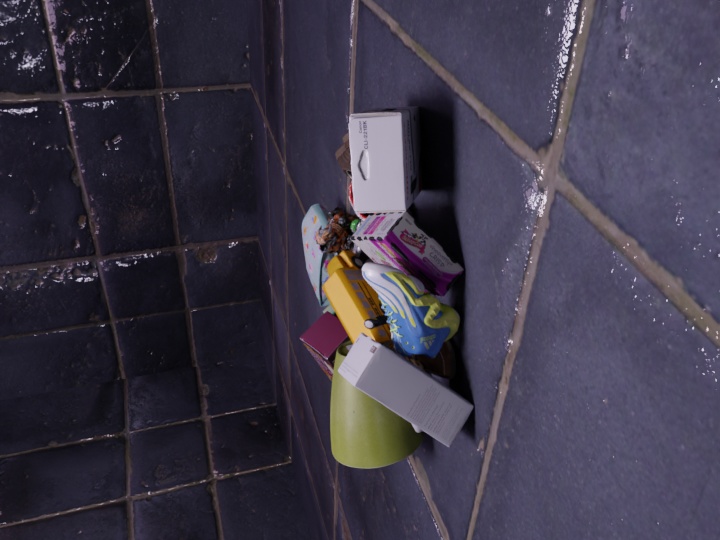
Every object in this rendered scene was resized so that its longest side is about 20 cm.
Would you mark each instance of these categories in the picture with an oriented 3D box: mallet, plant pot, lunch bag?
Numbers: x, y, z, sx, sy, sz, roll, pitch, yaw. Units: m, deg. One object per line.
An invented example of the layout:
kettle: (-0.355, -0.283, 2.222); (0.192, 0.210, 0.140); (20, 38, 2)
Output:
mallet: (0.051, 0.074, 1.146); (0.065, 0.199, 0.042); (16, 100, 33)
plant pot: (0.015, 0.239, 1.314); (0.187, 0.184, 0.204); (-143, 40, -69)
lunch bag: (-0.077, -0.046, 1.696); (0.171, 0.120, 0.203); (-116, 18, -51)

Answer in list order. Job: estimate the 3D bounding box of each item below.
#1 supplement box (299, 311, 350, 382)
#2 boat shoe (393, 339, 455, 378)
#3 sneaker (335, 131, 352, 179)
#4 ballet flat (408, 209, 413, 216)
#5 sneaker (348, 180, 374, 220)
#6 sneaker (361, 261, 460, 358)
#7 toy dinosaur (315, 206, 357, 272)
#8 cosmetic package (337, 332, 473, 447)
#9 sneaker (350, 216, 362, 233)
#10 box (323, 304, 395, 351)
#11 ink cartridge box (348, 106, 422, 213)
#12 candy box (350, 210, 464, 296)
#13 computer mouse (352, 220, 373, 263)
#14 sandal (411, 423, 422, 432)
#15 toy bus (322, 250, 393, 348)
supplement box: (-0.027, 0.195, 1.435); (0.110, 0.086, 0.201); (28, 155, 49)
boat shoe: (0.104, 0.142, 1.196); (0.200, 0.072, 0.077); (-150, 54, -72)
sneaker: (0.000, -0.249, 1.442); (0.077, 0.070, 0.200); (62, 167, 1)
ballet flat: (0.069, -0.031, 1.272); (0.071, 0.069, 0.204); (-126, 32, -60)
sneaker: (0.014, -0.188, 1.290); (0.108, 0.066, 0.205); (-15, -86, -66)
sneaker: (0.069, 0.071, 1.054); (0.075, 0.198, 0.106); (4, 65, 62)
toy dinosaur: (-0.024, -0.070, 1.425); (0.101, 0.198, 0.138); (7, 114, 49)
cosmetic package: (0.072, 0.191, 1.109); (0.082, 0.198, 0.113); (-58, 14, -5)
sneaker: (0.020, -0.068, 1.386); (0.078, 0.084, 0.204); (170, 92, -75)
box: (0.009, 0.140, 1.433); (0.145, 0.036, 0.199); (54, 161, -20)
ink cartridge box: (0.045, -0.180, 1.085); (0.200, 0.082, 0.147); (-51, -41, -70)
candy box: (0.072, -0.030, 1.129); (0.136, 0.061, 0.200); (43, 171, -14)
computer mouse: (0.000, 0.000, 1.329); (0.110, 0.043, 0.203); (-88, 12, -59)
sandal: (0.107, 0.215, 1.269); (0.204, 0.049, 0.083); (-97, -16, -52)
toy bus: (-0.005, 0.060, 1.229); (0.065, 0.078, 0.202); (-47, 61, 33)
